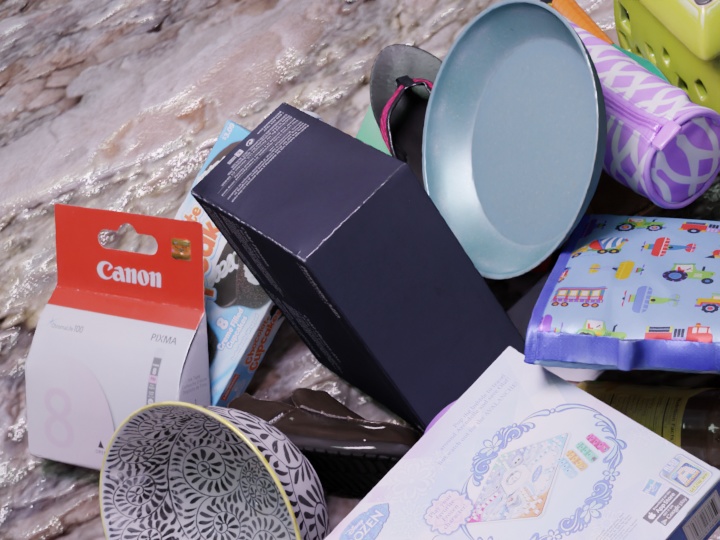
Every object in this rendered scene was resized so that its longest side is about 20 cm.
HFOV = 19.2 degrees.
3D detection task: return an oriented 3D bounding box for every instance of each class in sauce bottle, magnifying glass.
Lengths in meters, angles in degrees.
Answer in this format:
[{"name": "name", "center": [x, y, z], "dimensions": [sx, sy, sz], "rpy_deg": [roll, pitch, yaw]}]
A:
[{"name": "sauce bottle", "center": [0.225, 0.112, 1.466], "dimensions": [0.198, 0.065, 0.065], "rpy_deg": [3, 56, 29]}, {"name": "magnifying glass", "center": [0.206, -0.158, 1.674], "dimensions": [0.022, 0.080, 0.200], "rpy_deg": [-30, 47, -7]}]

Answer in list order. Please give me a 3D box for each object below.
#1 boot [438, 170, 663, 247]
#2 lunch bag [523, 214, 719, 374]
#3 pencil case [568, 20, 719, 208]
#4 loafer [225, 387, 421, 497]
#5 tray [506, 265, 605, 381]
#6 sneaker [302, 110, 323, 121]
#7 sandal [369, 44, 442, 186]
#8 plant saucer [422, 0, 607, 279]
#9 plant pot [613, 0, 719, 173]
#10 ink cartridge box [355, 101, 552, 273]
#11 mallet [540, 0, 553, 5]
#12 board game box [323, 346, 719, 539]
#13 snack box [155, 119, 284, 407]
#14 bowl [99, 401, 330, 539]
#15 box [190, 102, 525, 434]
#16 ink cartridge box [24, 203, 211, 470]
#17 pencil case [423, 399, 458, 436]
[{"name": "boot", "center": [0.152, -0.060, 1.614], "dimensions": [0.198, 0.076, 0.074], "rpy_deg": [-17, 20, 3]}, {"name": "lunch bag", "center": [0.201, 0.028, 1.435], "dimensions": [0.149, 0.095, 0.200], "rpy_deg": [4, 14, 17]}, {"name": "pencil case", "center": [0.181, -0.123, 1.566], "dimensions": [0.084, 0.086, 0.200], "rpy_deg": [-47, 48, -6]}, {"name": "loafer", "center": [-0.034, 0.119, 1.597], "dimensions": [0.198, 0.073, 0.072], "rpy_deg": [4, 58, 32]}, {"name": "tray", "center": [0.144, 0.059, 1.583], "dimensions": [0.200, 0.022, 0.107], "rpy_deg": [-42, 46, -8]}, {"name": "sneaker", "center": [-0.060, -0.038, 1.755], "dimensions": [0.070, 0.073, 0.201], "rpy_deg": [13, 70, 26]}, {"name": "sandal", "center": [0.049, -0.108, 1.699], "dimensions": [0.074, 0.045, 0.201], "rpy_deg": [-11, 56, 4]}, {"name": "plant saucer", "center": [0.117, -0.093, 1.530], "dimensions": [0.199, 0.036, 0.202], "rpy_deg": [-8, 80, 55]}, {"name": "plant pot", "center": [0.300, -0.210, 1.606], "dimensions": [0.199, 0.182, 0.199], "rpy_deg": [-35, 45, 0]}, {"name": "ink cartridge box", "center": [0.078, -0.078, 1.717], "dimensions": [0.199, 0.050, 0.162], "rpy_deg": [3, 56, 34]}, {"name": "mallet", "center": [0.157, -0.145, 1.715], "dimensions": [0.065, 0.041, 0.201], "rpy_deg": [-12, 50, -5]}, {"name": "board game box", "center": [0.102, 0.167, 1.360], "dimensions": [0.200, 0.044, 0.198], "rpy_deg": [-45, 46, -15]}, {"name": "snack box", "center": [-0.103, -0.004, 1.688], "dimensions": [0.116, 0.037, 0.201], "rpy_deg": [30, 94, 27]}, {"name": "bowl", "center": [-0.087, 0.177, 1.538], "dimensions": [0.200, 0.203, 0.094], "rpy_deg": [14, 23, 37]}, {"name": "box", "center": [0.000, 0.000, 1.568], "dimensions": [0.104, 0.200, 0.182], "rpy_deg": [-43, 35, -10]}, {"name": "ink cartridge box", "center": [-0.193, 0.058, 1.670], "dimensions": [0.161, 0.202, 0.057], "rpy_deg": [8, 19, 34]}, {"name": "pencil case", "center": [0.107, 0.176, 1.452], "dimensions": [0.086, 0.083, 0.201], "rpy_deg": [-54, 44, 29]}]
